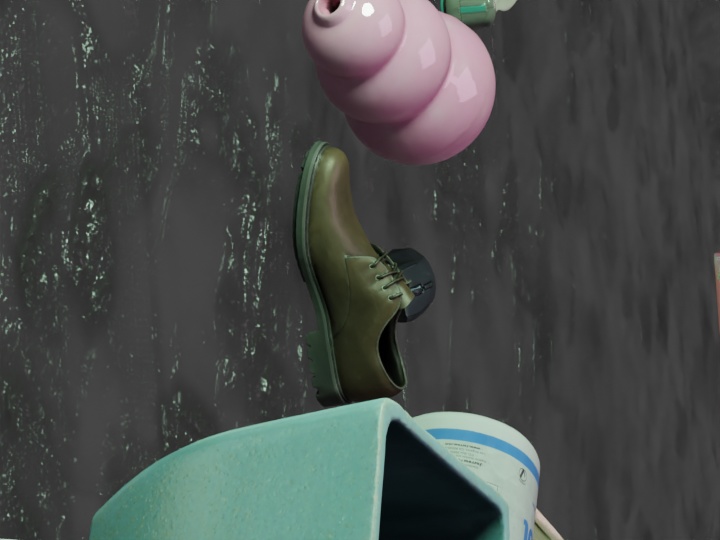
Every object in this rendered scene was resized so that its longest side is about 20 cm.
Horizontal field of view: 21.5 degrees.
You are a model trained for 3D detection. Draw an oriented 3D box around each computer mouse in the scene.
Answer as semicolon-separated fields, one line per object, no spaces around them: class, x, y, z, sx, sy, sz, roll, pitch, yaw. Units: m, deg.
computer mouse;0.034;0.021;1.538;0.200;0.034;0.059;-52;136;-73

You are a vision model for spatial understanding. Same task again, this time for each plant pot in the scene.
plant pot;-0.046;0.199;1.049;0.196;0.199;0.197;45;44;-56

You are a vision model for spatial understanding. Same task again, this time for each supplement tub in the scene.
supplement tub;0.069;0.225;1.495;0.132;0.132;0.200;62;30;-50

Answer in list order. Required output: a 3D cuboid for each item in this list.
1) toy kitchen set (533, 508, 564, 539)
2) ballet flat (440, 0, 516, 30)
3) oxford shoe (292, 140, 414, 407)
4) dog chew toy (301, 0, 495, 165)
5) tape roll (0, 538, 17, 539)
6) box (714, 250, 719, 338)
toy kitchen set;0.134;0.340;1.782;0.163;0.180;0.200;-44;99;-18
ballet flat;0.131;-0.277;1.861;0.200;0.064;0.068;-56;138;-61
oxford shoe;0.000;0.000;1.407;0.073;0.084;0.201;-42;125;-64
dog chew toy;0.022;-0.161;1.456;0.200;0.124;0.125;37;52;-55
tape roll;-0.135;0.227;0.800;0.139;0.202;0.203;48;42;-59
box;0.680;0.061;3.336;0.103;0.094;0.201;-16;101;-70
